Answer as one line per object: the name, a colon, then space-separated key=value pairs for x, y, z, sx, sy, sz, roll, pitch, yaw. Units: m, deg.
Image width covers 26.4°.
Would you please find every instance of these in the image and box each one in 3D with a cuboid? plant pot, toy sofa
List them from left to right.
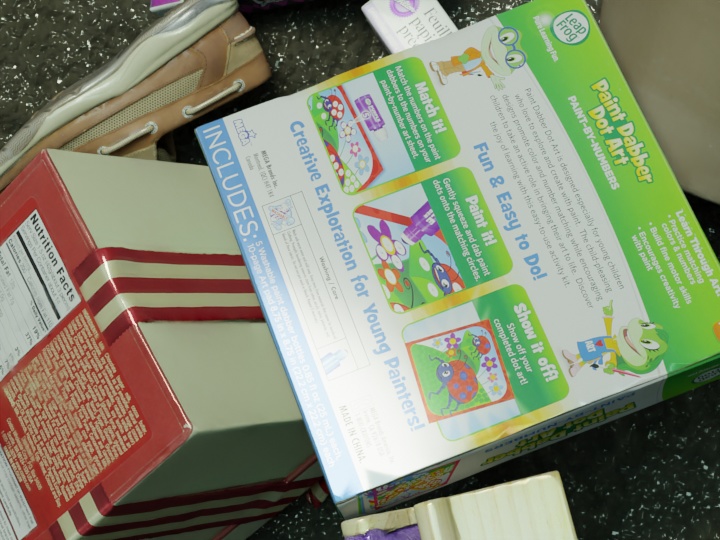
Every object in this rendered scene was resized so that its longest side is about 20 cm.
toy sofa: x=0.055 y=0.154 z=0.720 sx=0.098 sy=0.200 sz=0.083 roll=-14 pitch=75 yaw=2
plant pot: x=0.200 y=-0.120 z=0.772 sx=0.200 sy=0.200 sz=0.174 roll=22 pitch=98 yaw=16

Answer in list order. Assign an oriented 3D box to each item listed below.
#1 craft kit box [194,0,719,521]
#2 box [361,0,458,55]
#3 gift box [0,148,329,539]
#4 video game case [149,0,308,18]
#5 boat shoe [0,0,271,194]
craft kit box: x=0.048 y=-0.012 z=0.706 sx=0.197 sy=0.049 sz=0.200 roll=-21 pitch=67 yaw=0
box: x=0.071 y=-0.076 z=0.853 sx=0.039 sy=0.041 sz=0.200 roll=-34 pitch=74 yaw=2
gift box: x=-0.119 y=0.055 z=0.786 sx=0.200 sy=0.187 sz=0.185 roll=-37 pitch=69 yaw=30
video game case: x=-0.038 y=-0.253 z=0.897 sx=0.181 sy=0.036 sz=0.200 roll=-6 pitch=76 yaw=28
boat shoe: x=-0.138 y=-0.081 z=0.880 sx=0.200 sy=0.076 sz=0.072 roll=-33 pitch=105 yaw=18
